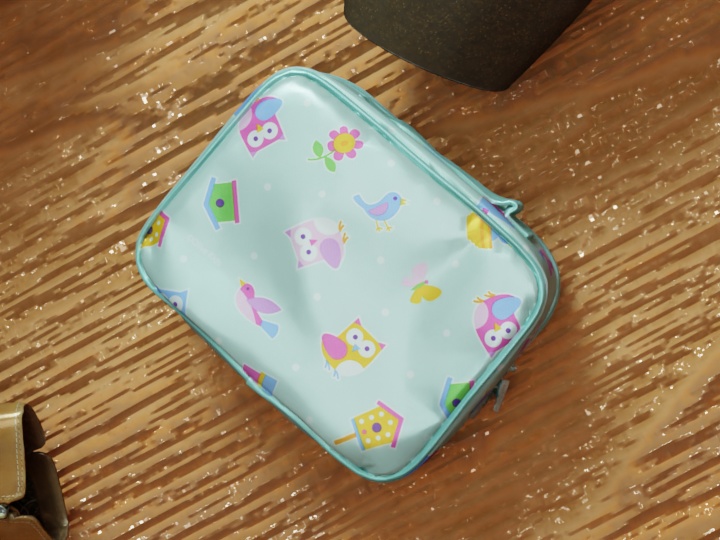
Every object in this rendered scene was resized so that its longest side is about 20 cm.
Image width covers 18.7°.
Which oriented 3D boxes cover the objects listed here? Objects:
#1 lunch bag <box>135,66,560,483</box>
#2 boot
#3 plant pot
[{"bbox_3d":[0.000,0.000,1.128,0.200,0.077,0.161,41,95,9],"label":"lunch bag"},{"bbox_3d":[-0.247,0.085,1.132,0.154,0.077,0.201,-6,124,17],"label":"boot"},{"bbox_3d":[0.072,-0.198,1.079,0.186,0.187,0.201,27,107,10],"label":"plant pot"}]
